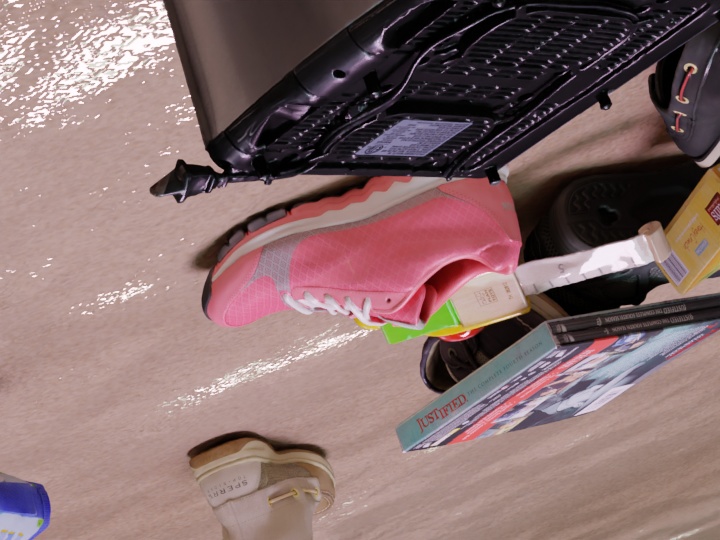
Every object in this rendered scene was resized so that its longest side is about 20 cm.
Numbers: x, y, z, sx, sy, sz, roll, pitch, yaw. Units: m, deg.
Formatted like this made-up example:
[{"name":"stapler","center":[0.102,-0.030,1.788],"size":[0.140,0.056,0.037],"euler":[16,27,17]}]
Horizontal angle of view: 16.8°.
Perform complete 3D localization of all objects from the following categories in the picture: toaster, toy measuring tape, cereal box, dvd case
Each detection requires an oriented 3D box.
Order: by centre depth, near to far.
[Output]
[{"name":"toaster","center":[0.026,-0.118,0.984],"size":[0.199,0.119,0.181],"euler":[-2,155,-46]},{"name":"cereal box","center":[0.271,-0.072,1.439],"size":[0.199,0.040,0.144],"euler":[-34,168,-19]},{"name":"toy measuring tape","center":[0.088,-0.005,1.466],"size":[0.199,0.074,0.074],"euler":[-17,164,15]},{"name":"dvd case","center":[0.133,0.063,1.544],"size":[0.199,0.022,0.146],"euler":[-6,156,-46]}]

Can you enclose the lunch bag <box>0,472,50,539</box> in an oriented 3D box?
[{"name":"lunch bag","center":[-0.308,0.155,1.445],"size":[0.199,0.128,0.170],"euler":[-16,165,24]}]

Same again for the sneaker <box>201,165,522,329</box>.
[{"name":"sneaker","center":[0.000,0.000,1.371],"size":[0.199,0.087,0.074],"euler":[-25,161,18]}]

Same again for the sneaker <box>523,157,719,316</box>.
[{"name":"sneaker","center":[0.188,-0.017,1.554],"size":[0.198,0.077,0.114],"euler":[-7,161,-28]}]

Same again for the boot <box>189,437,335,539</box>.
[{"name":"boot","center":[-0.055,0.214,1.851],"size":[0.072,0.156,0.200],"euler":[-24,162,14]}]

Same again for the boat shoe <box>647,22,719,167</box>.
[{"name":"boat shoe","center":[0.191,-0.105,1.314],"size":[0.074,0.063,0.201],"euler":[-61,178,-6]}]

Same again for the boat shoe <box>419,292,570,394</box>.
[{"name":"boat shoe","center":[0.084,0.049,1.578],"size":[0.065,0.072,0.200],"euler":[-52,-174,-13]}]
